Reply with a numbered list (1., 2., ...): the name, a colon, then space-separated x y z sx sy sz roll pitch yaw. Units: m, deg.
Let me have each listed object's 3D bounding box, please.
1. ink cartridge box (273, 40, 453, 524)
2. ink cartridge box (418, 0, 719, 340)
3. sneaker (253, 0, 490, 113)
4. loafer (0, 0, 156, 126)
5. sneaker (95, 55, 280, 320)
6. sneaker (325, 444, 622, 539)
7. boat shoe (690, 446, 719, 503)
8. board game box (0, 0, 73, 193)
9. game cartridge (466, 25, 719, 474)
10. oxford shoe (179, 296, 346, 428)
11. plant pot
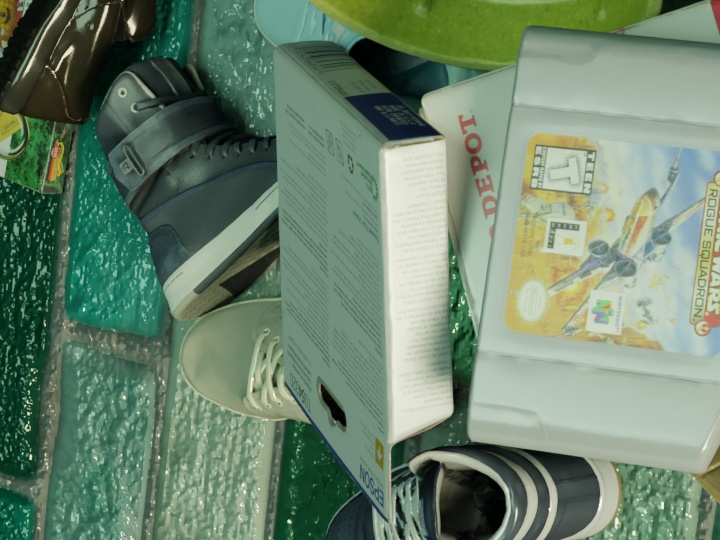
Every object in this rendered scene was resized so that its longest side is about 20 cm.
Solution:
1. ink cartridge box: 0.000 0.000 1.243 0.196 0.043 0.202 -132 37 -63
2. ink cartridge box: 0.146 -0.042 1.178 0.198 0.086 0.149 -17 78 14
3. sneaker: 0.003 -0.133 1.338 0.199 0.082 0.075 21 104 36
4. loafer: -0.156 -0.178 1.482 0.201 0.071 0.073 -58 25 13
5. sneaker: -0.074 -0.081 1.405 0.202 0.077 0.147 -36 73 35
6. sneaker: 0.034 0.136 1.306 0.199 0.108 0.071 -19 80 37
7. boat shoe: 0.173 0.049 1.233 0.073 0.063 0.201 -41 72 5
8. board game box: -0.217 -0.161 1.553 0.104 0.023 0.202 20 104 34
9. game cartridge: 0.127 -0.011 1.117 0.132 0.041 0.202 6 85 21
10. oxford shoe: -0.037 0.057 1.395 0.199 0.058 0.076 10 100 40
11. plant pot: 0.070 -0.230 1.210 0.199 0.200 0.186 -5 63 38
